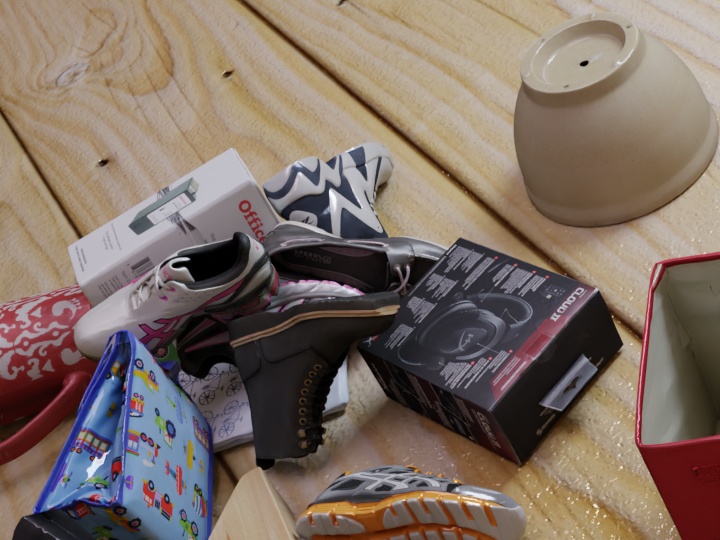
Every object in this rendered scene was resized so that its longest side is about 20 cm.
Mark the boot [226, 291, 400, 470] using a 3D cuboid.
[{"bbox_3d":[-0.032,0.097,1.345,0.077,0.140,0.199,-5,-7,-40],"label":"boot"}]

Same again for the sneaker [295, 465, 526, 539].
[{"bbox_3d":[0.043,0.192,1.243,0.198,0.079,0.077,-3,31,28],"label":"sneaker"}]

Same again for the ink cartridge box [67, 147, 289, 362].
[{"bbox_3d":[-0.168,-0.004,1.527,0.199,0.147,0.084,-31,33,-2],"label":"ink cartridge box"}]

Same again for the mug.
[{"bbox_3d":[-0.340,0.109,1.591,0.198,0.133,0.179,-17,77,11],"label":"mug"}]

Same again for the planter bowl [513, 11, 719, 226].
[{"bbox_3d":[0.230,-0.161,1.469,0.198,0.135,0.201,-19,37,15],"label":"planter bowl"}]

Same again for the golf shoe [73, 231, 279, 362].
[{"bbox_3d":[-0.177,0.018,1.400,0.198,0.092,0.073,-24,55,0],"label":"golf shoe"}]

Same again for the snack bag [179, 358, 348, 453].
[{"bbox_3d":[-0.098,0.096,1.496,0.198,0.021,0.190,-19,38,16],"label":"snack bag"}]

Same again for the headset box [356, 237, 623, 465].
[{"bbox_3d":[0.118,0.068,1.329,0.149,0.078,0.199,-46,40,-19],"label":"headset box"}]

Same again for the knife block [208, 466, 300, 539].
[{"bbox_3d":[-0.054,0.262,1.237,0.174,0.064,0.201,-1,45,33],"label":"knife block"}]

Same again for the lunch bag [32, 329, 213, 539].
[{"bbox_3d":[-0.188,0.161,1.354,0.093,0.151,0.201,-10,48,25],"label":"lunch bag"}]

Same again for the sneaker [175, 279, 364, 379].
[{"bbox_3d":[-0.083,0.066,1.460,0.198,0.080,0.087,-6,71,11],"label":"sneaker"}]

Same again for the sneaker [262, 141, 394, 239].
[{"bbox_3d":[-0.008,-0.055,1.569,0.079,0.131,0.199,-29,-6,26],"label":"sneaker"}]

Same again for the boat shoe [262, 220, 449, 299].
[{"bbox_3d":[0.000,0.000,1.457,0.198,0.067,0.057,10,28,8],"label":"boat shoe"}]

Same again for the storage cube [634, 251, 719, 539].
[{"bbox_3d":[0.303,0.104,1.070,0.169,0.180,0.201,-11,42,25],"label":"storage cube"}]

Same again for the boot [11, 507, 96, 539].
[{"bbox_3d":[-0.217,0.307,1.204,0.199,0.066,0.166,29,94,23],"label":"boot"}]
